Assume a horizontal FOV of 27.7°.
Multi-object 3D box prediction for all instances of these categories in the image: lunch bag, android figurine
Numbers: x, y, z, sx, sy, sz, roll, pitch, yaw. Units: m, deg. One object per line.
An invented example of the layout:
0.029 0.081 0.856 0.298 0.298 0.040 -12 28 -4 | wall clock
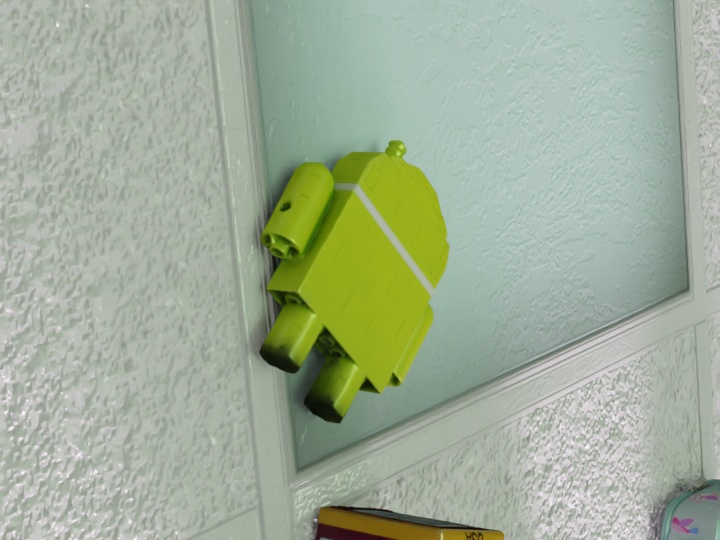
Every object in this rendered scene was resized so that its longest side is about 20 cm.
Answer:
0.357 0.311 1.473 0.160 0.077 0.202 -10 100 -49 | lunch bag
0.000 0.000 1.033 0.182 0.041 0.201 50 55 -40 | android figurine

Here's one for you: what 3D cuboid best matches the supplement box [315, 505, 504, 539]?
0.024 0.274 1.025 0.085 0.110 0.202 14 82 -51 | supplement box
